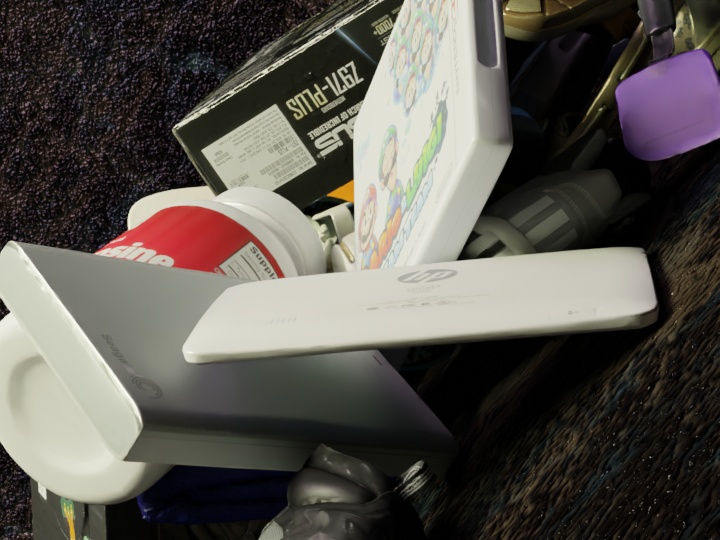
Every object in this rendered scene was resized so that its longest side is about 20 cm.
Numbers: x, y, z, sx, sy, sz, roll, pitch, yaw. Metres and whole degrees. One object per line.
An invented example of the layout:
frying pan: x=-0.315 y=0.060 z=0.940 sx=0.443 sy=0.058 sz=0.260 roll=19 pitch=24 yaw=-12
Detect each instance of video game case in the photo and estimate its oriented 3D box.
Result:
video game case: x=0.124 y=-0.102 z=1.235 sx=0.182 sy=0.024 sz=0.200 roll=-53 pitch=-11 yaw=-39
video game case: x=0.032 y=-0.069 z=0.938 sx=0.200 sy=0.024 sz=0.182 roll=114 pitch=160 yaw=-50

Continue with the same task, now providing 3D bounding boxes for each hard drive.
hard drive: x=-0.059 y=0.044 z=0.853 sx=0.200 sy=0.132 sz=0.026 roll=11 pitch=-62 yaw=-46
hard drive: x=-0.158 y=0.154 z=1.087 sx=0.038 sy=0.200 sz=0.140 roll=-8 pitch=18 yaw=-27

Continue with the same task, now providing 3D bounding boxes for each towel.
towel: x=-0.035 y=0.083 z=1.031 sx=0.147 sy=0.050 sz=0.200 roll=-10 pitch=19 yaw=12

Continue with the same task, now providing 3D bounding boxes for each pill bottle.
pill bottle: x=-0.101 y=0.030 z=0.976 sx=0.112 sy=0.112 sz=0.200 roll=-46 pitch=-3 yaw=37

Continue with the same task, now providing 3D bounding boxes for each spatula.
spatula: x=0.162 y=-0.125 z=0.990 sx=0.056 sy=0.021 sz=0.200 roll=-22 pitch=32 yaw=18

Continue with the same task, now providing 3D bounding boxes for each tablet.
tablet: x=0.029 y=0.013 z=0.813 sx=0.200 sy=0.014 sz=0.130 roll=-5 pitch=12 yaw=7

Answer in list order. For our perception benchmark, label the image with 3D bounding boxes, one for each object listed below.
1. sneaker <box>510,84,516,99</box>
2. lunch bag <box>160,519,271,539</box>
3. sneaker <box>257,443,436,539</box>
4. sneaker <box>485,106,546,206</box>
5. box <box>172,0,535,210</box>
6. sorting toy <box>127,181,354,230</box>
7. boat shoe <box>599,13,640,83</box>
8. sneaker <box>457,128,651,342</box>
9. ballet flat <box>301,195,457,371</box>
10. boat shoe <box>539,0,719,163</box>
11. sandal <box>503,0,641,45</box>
sneaker: x=0.048 y=-0.052 z=1.304 sx=0.200 sy=0.078 sz=0.140 roll=-35 pitch=-29 yaw=-55
lunch bag: x=-0.084 y=0.108 z=1.195 sx=0.168 sy=0.139 sz=0.200 roll=-24 pitch=27 yaw=55
sneaker: x=-0.036 y=0.146 z=0.800 sx=0.200 sy=0.075 sz=0.114 roll=-36 pitch=11 yaw=47
sneaker: x=0.055 y=-0.060 z=1.066 sx=0.066 sy=0.079 sz=0.200 roll=-9 pitch=-19 yaw=-12
box: x=0.005 y=-0.125 z=1.144 sx=0.200 sy=0.086 sz=0.164 roll=-29 pitch=13 yaw=24
sorting toy: x=-0.085 y=0.016 z=1.335 sx=0.107 sy=0.180 sz=0.200 roll=-112 pitch=28 yaw=-72
boat shoe: x=0.229 y=-0.216 z=1.292 sx=0.200 sy=0.069 sz=0.084 roll=-48 pitch=4 yaw=11
sneaker: x=0.102 y=-0.022 z=0.977 sx=0.115 sy=0.075 sz=0.200 roll=-36 pitch=3 yaw=-5
ballet flat: x=0.000 y=0.000 z=1.062 sx=0.074 sy=0.074 sz=0.200 roll=-49 pitch=23 yaw=-2
boat shoe: x=0.147 y=-0.094 z=1.093 sx=0.200 sy=0.063 sz=0.073 roll=-48 pitch=4 yaw=17
sandal: x=0.139 y=-0.161 z=1.104 sx=0.200 sy=0.080 sz=0.054 roll=-27 pitch=-48 yaw=-45
